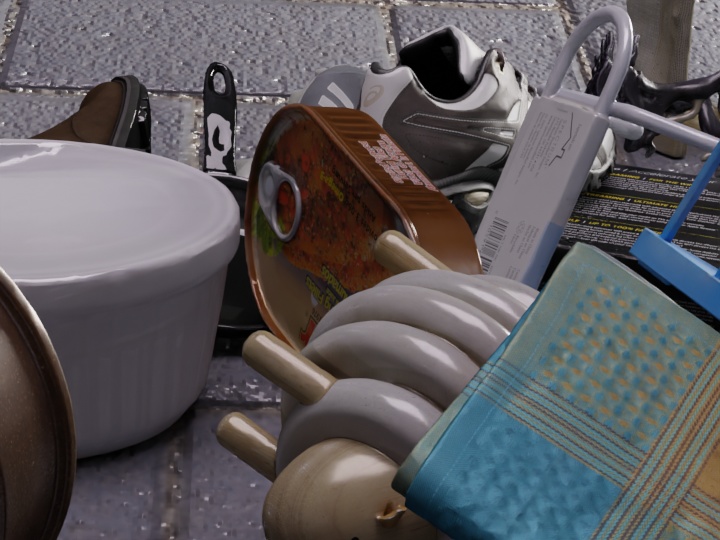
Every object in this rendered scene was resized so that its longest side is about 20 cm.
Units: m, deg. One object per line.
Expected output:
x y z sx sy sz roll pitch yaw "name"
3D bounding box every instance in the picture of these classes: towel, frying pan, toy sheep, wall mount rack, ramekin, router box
0.127 0.089 1.089 0.200 0.022 0.147 34 51 9 "towel"
-0.083 -0.030 1.475 0.115 0.031 0.190 -10 44 -26 "frying pan"
0.031 0.058 1.177 0.138 0.138 0.200 16 39 33 "toy sheep"
0.112 -0.012 1.335 0.074 0.200 0.174 22 2 -24 "wall mount rack"
-0.153 0.013 1.333 0.202 0.094 0.202 2 20 -1 "ramekin"
0.141 -0.008 1.492 0.200 0.051 0.149 9 20 23 "router box"

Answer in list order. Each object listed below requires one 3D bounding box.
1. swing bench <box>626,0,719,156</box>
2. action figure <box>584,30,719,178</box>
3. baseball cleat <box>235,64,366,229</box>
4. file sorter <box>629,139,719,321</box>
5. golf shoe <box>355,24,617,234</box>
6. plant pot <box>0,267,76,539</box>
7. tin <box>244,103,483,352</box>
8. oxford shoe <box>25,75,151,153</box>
0.245 -0.170 1.751 0.200 0.199 0.130 9 20 19 "swing bench"
0.225 -0.079 1.584 0.200 0.102 0.119 17 -5 -9 "action figure"
-0.007 -0.048 1.590 0.106 0.070 0.200 14 32 14 "baseball cleat"
0.228 0.006 1.149 0.139 0.123 0.200 29 7 -30 "file sorter"
0.065 -0.077 1.465 0.078 0.095 0.200 6 17 32 "golf shoe"
-0.218 0.092 0.983 0.200 0.201 0.198 7 28 11 "plant pot"
0.000 0.000 1.350 0.042 0.112 0.200 4 27 -28 "tin"
-0.151 -0.057 1.568 0.084 0.073 0.200 1 19 0 "oxford shoe"
